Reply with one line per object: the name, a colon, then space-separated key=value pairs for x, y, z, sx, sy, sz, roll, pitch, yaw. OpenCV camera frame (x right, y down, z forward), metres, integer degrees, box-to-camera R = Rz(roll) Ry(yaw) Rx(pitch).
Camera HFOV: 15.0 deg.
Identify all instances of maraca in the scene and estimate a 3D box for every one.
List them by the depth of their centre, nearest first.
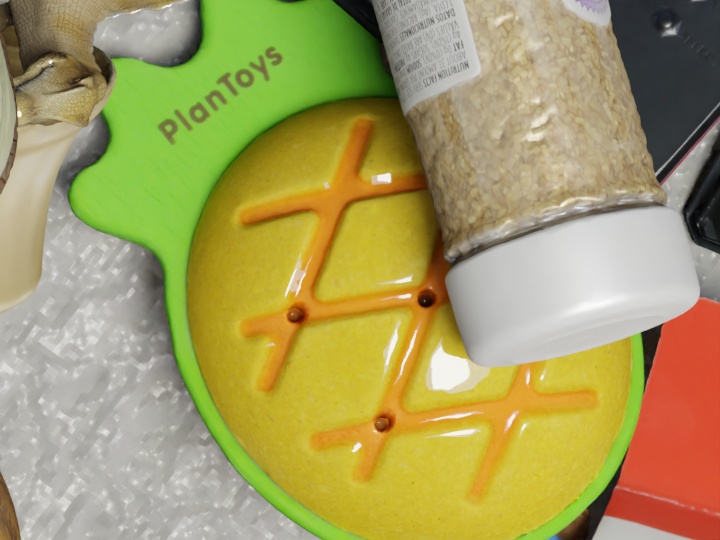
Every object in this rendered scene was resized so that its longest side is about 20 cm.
maraca: x=0.000 y=0.000 z=0.839 sx=0.137 sy=0.107 sz=0.200 roll=-39 pitch=86 yaw=-14

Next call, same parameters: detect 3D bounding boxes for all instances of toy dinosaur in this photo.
toy dinosaur: x=-0.077 y=-0.109 z=0.798 sx=0.058 sy=0.101 sz=0.200 roll=73 pitch=34 yaw=-53

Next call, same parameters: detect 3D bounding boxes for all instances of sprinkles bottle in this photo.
sprinkles bottle: x=0.036 y=-0.076 z=0.773 sx=0.068 sy=0.068 sz=0.200 roll=-13 pitch=80 yaw=-15

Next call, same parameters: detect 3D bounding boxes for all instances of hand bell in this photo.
hand bell: x=-0.122 y=0.035 z=0.828 sx=0.104 sy=0.104 sz=0.200 roll=-7 pitch=115 yaw=-16

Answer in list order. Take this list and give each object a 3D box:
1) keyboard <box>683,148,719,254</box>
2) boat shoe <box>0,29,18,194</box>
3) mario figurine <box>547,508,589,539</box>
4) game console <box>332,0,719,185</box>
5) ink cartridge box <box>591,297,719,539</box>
keyboard: x=0.214 y=-0.026 z=0.944 sx=0.200 sy=0.040 sz=0.104 roll=21 pitch=116 yaw=-21
boat shoe: x=-0.160 y=-0.093 z=0.726 sx=0.075 sy=0.202 sz=0.075 roll=-38 pitch=151 yaw=11
mario figurine: x=0.011 y=0.162 z=0.897 sx=0.123 sy=0.106 sz=0.200 roll=32 pitch=76 yaw=16
game console: x=0.059 y=-0.140 z=0.828 sx=0.200 sy=0.031 sz=0.177 roll=41 pitch=84 yaw=7
ink cartridge box: x=0.143 y=0.113 z=0.832 sx=0.162 sy=0.050 sz=0.200 roll=15 pitch=78 yaw=13
